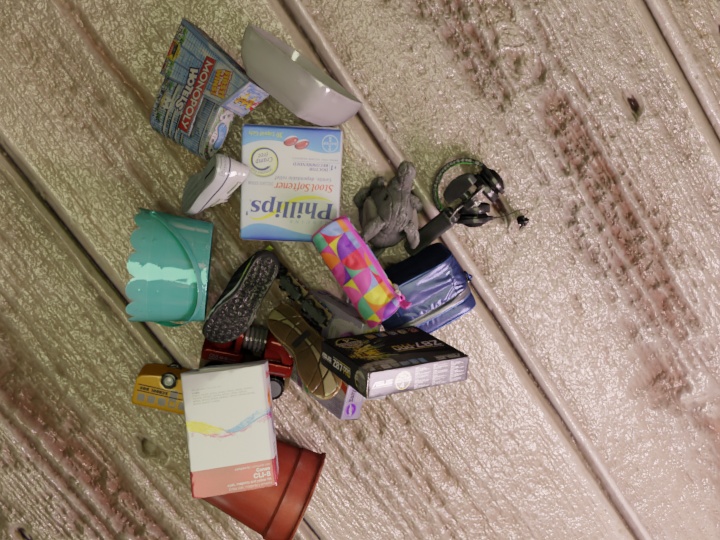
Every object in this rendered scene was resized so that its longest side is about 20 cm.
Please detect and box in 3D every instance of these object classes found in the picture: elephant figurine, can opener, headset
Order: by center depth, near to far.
[{"bbox_3d":[0.053,-0.102,1.209,0.140,0.200,0.157,-31,103,1],"label":"elephant figurine"},{"bbox_3d":[0.154,-0.105,1.258,0.067,0.053,0.200,47,122,1],"label":"can opener"},{"bbox_3d":[0.235,-0.138,1.300,0.197,0.094,0.125,27,102,6],"label":"headset"}]

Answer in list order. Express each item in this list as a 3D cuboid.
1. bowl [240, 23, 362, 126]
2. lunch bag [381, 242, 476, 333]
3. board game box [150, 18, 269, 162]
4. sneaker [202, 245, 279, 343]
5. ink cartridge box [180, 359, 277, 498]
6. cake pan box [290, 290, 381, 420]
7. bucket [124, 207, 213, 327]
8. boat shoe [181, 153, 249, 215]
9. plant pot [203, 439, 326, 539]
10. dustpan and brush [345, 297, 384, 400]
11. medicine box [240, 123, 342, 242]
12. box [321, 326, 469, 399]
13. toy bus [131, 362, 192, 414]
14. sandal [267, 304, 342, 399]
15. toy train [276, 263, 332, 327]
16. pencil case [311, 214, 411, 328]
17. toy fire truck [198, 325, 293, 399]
[{"bbox_3d":[-0.106,-0.318,1.141,0.199,0.200,0.075,40,105,12],"label":"bowl"},{"bbox_3d":[0.123,0.048,1.278,0.197,0.136,0.134,-27,106,2],"label":"lunch bag"},{"bbox_3d":[-0.263,-0.300,1.159,0.198,0.061,0.203,30,99,27],"label":"board game box"},{"bbox_3d":[-0.214,0.045,1.228,0.072,0.083,0.201,40,85,-23],"label":"sneaker"},{"bbox_3d":[-0.221,0.262,1.155,0.142,0.145,0.204,-7,86,-6],"label":"ink cartridge box"},{"bbox_3d":[-0.053,0.152,1.262,0.052,0.199,0.188,8,103,-38],"label":"cake pan box"},{"bbox_3d":[-0.335,-0.002,1.196,0.132,0.207,0.212,5,101,-11],"label":"bucket"},{"bbox_3d":[-0.260,-0.141,1.193,0.066,0.199,0.075,11,73,-31],"label":"boat shoe"},{"bbox_3d":[-0.193,0.406,1.298,0.193,0.201,0.204,26,98,-1],"label":"plant pot"},{"bbox_3d":[-0.016,0.155,1.334,0.136,0.057,0.204,-3,108,-6],"label":"dustpan and brush"},{"bbox_3d":[-0.127,-0.160,1.231,0.178,0.103,0.204,2,100,-6],"label":"medicine box"},{"bbox_3d":[0.055,0.148,1.109,0.197,0.161,0.050,-4,107,-29],"label":"box"},{"bbox_3d":[-0.334,0.235,1.305,0.196,0.065,0.080,14,100,-8],"label":"toy bus"},{"bbox_3d":[-0.098,0.147,1.221,0.080,0.054,0.200,-37,65,-12],"label":"sandal"},{"bbox_3d":[-0.121,0.036,1.255,0.200,0.046,0.034,43,108,24],"label":"toy train"},{"bbox_3d":[0.000,0.000,1.157,0.088,0.088,0.201,-37,86,3],"label":"pencil case"},{"bbox_3d":[-0.205,0.116,1.280,0.172,0.129,0.204,12,110,-8],"label":"toy fire truck"}]
